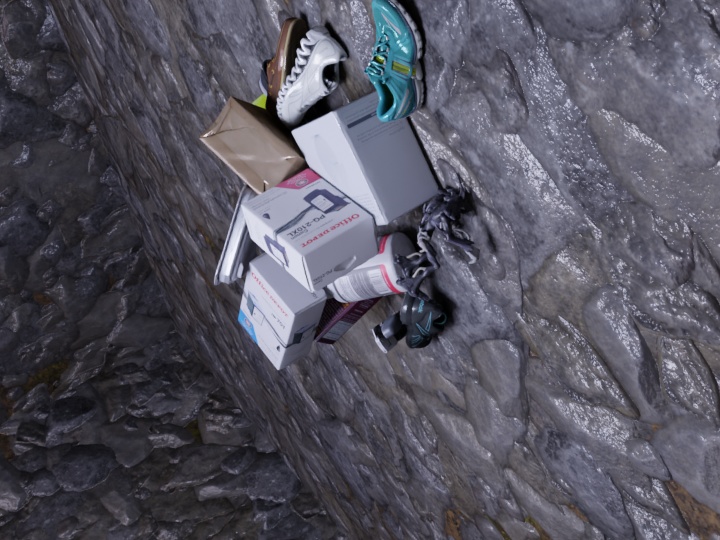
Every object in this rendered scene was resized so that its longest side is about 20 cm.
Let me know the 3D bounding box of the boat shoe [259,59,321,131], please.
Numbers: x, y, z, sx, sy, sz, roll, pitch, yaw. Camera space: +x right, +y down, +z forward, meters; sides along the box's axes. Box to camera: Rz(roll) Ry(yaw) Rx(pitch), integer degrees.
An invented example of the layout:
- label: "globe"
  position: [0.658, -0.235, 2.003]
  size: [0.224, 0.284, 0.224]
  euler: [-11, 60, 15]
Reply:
- label: "boat shoe"
  position: [-0.134, -0.339, 1.694]
  size: [0.200, 0.070, 0.066]
  euler: [55, 159, 31]

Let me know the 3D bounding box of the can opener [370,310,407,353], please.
- label: "can opener"
  position: [0.076, 0.110, 1.718]
  size: [0.053, 0.067, 0.200]
  euler: [58, -157, 2]

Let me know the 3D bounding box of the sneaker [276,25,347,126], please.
- label: "sneaker"
  position: [-0.086, -0.325, 1.536]
  size: [0.081, 0.075, 0.200]
  euler: [39, 133, 11]

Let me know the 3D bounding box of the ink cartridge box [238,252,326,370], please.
- label: "ink cartridge box"
  position: [-0.154, 0.073, 1.692]
  size: [0.146, 0.086, 0.200]
  euler: [48, 147, 21]

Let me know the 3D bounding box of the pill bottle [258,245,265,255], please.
- label: "pill bottle"
  position: [-0.102, -0.073, 1.776]
  size: [0.112, 0.200, 0.112]
  euler: [47, 155, 29]

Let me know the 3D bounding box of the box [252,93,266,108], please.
- label: "box"
  position: [-0.187, -0.261, 1.820]
  size: [0.122, 0.047, 0.201]
  euler: [173, 95, -67]

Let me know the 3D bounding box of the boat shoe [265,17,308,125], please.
- label: "boat shoe"
  position: [-0.141, -0.365, 1.595]
  size: [0.067, 0.072, 0.201]
  euler: [28, 129, 23]

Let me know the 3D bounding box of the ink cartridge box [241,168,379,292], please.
- label: "ink cartridge box"
  position: [-0.085, -0.071, 1.480]
  size: [0.200, 0.145, 0.085]
  euler: [39, 152, 42]

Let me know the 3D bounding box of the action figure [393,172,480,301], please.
- label: "action figure"
  position: [0.134, -0.055, 1.413]
  size: [0.200, 0.102, 0.119]
  euler: [-59, 23, 24]

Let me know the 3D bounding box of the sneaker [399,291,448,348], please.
- label: "sneaker"
  position: [0.126, 0.105, 1.674]
  size: [0.079, 0.076, 0.200]
  euler: [11, 159, 15]

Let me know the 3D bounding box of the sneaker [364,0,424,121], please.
- label: "sneaker"
  position: [0.046, -0.310, 1.301]
  size: [0.077, 0.080, 0.200]
  euler: [37, 149, 45]

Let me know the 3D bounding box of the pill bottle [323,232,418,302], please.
- label: "pill bottle"
  position: [0.000, 0.000, 1.645]
  size: [0.199, 0.111, 0.111]
  euler: [-11, 112, 30]

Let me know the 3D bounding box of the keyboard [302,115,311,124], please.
- label: "keyboard"
  position: [-0.053, -0.194, 1.637]
  size: [0.200, 0.040, 0.104]
  euler: [52, 178, -30]

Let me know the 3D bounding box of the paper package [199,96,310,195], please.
- label: "paper package"
  position: [-0.172, -0.221, 1.649]
  size: [0.191, 0.104, 0.200]
  euler: [42, -166, 11]

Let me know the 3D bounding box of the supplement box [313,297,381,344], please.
- label: "supplement box"
  position: [-0.036, 0.042, 1.768]
  size: [0.110, 0.200, 0.086]
  euler: [50, -168, 23]

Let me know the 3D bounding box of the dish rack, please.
- label: "dish rack"
  position: [-0.211, -0.069, 1.653]
  size: [0.043, 0.201, 0.172]
  euler: [19, -168, 5]

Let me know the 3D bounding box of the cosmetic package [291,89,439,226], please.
- label: "cosmetic package"
  position: [0.007, -0.185, 1.492]
  size: [0.201, 0.123, 0.199]
  euler: [65, 158, -11]
